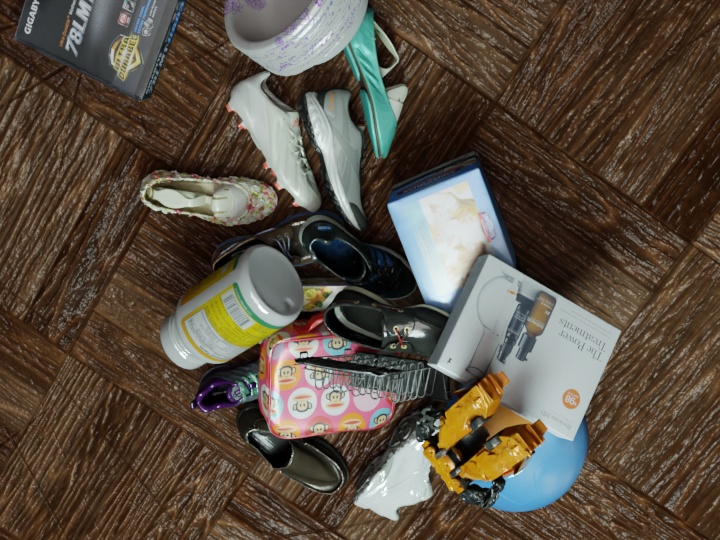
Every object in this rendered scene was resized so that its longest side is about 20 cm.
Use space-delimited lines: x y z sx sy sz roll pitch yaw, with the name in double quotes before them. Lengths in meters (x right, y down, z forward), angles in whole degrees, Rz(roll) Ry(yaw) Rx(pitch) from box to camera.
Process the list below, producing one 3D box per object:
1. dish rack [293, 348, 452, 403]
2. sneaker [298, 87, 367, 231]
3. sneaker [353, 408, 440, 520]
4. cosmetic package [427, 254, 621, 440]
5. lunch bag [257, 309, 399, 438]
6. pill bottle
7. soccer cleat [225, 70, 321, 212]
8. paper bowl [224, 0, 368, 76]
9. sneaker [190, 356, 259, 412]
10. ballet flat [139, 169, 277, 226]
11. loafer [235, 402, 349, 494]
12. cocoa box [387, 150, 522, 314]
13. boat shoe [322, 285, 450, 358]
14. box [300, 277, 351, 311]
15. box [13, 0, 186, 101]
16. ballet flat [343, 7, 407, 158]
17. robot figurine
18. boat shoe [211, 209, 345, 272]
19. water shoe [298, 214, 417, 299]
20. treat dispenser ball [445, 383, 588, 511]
"dish rack" 0.015 0.133 1.170 0.151 0.199 0.056 4 89 30
"sneaker" -0.020 -0.148 1.261 0.078 0.074 0.203 -19 108 -9
"sneaker" 0.077 0.288 1.376 0.099 0.078 0.201 32 116 -10
"cosmetic package" 0.203 0.095 1.153 0.198 0.052 0.153 28 83 -8
"lunch bag" -0.044 0.136 1.307 0.196 0.082 0.180 -2 109 -19
"pill bottle" -0.179 0.057 1.261 0.199 0.113 0.113 -32 100 32
"soccer cleat" -0.103 -0.174 1.267 0.077 0.069 0.202 -32 97 11
"paper bowl" -0.068 -0.341 1.164 0.201 0.202 0.104 -46 136 16
"sneaker" -0.148 0.166 1.353 0.197 0.088 0.076 -19 103 12
"ballet flat" -0.216 -0.097 1.301 0.196 0.064 0.077 4 105 5
"loafer" -0.103 0.277 1.379 0.198 0.072 0.073 34 107 -14
"cocoa box" 0.132 -0.034 1.243 0.131 0.131 0.203 -20 103 12
"boat shoe" 0.046 0.078 1.207 0.198 0.063 0.075 16 123 21
"box" -0.105 0.035 1.337 0.196 0.042 0.039 -1 106 8
"box" -0.342 -0.362 1.251 0.196 0.050 0.203 25 106 -2
"ballet flat" 0.024 -0.251 1.232 0.069 0.067 0.203 -19 105 -2
"robot figurine" 0.139 0.205 1.123 0.146 0.058 0.200 53 148 12
"boat shoe" -0.115 -0.026 1.304 0.197 0.073 0.073 -19 105 12
"water shoe" 0.000 0.000 1.268 0.198 0.079 0.072 27 112 -27
"treat dispenser ball" 0.208 0.223 1.269 0.197 0.201 0.205 2 106 6
